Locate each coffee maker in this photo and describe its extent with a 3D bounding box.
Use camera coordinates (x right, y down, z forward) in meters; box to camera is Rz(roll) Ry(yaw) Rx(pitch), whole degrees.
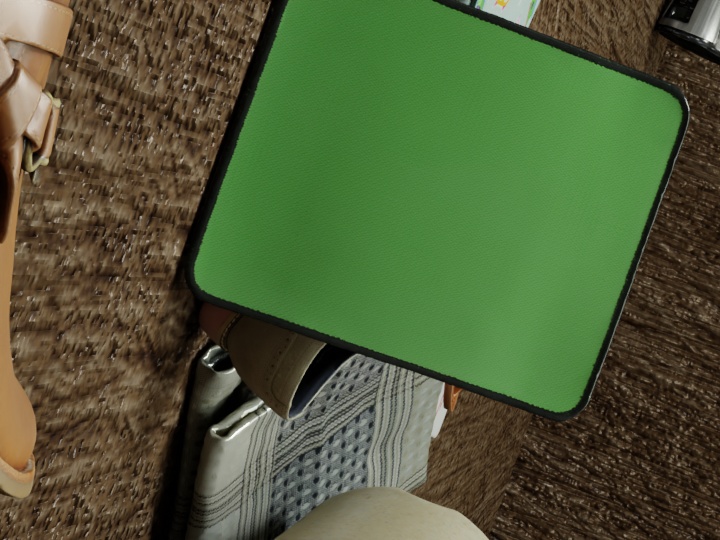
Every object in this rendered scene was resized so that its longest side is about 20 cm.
[{"bbox_3d":[0.450,-0.321,3.113,0.135,0.192,0.201,-131,-118,-81],"label":"coffee maker"}]

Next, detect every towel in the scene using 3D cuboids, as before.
[{"bbox_3d":[-0.018,0.082,1.403,0.192,0.035,0.200,-28,145,-35],"label":"towel"}]

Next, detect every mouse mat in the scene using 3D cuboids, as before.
[{"bbox_3d":[0.036,-0.035,1.223,0.161,0.199,0.008,-70,-162,2],"label":"mouse mat"}]

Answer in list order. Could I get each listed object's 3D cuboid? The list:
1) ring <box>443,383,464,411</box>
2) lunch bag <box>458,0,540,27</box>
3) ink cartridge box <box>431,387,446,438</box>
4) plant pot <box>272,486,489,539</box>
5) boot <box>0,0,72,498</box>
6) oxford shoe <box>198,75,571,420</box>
[{"bbox_3d":[0.072,-0.019,1.563,0.200,0.019,0.201,10,90,-86],"label":"ring"},{"bbox_3d":[0.035,-0.126,1.352,0.161,0.077,0.200,-66,170,10],"label":"lunch bag"},{"bbox_3d":[0.025,0.035,1.687,0.200,0.068,0.115,44,66,-80],"label":"ink cartridge box"},{"bbox_3d":[-0.011,0.200,1.338,0.183,0.200,0.201,-45,154,-57],"label":"plant pot"},{"bbox_3d":[-0.112,-0.026,0.738,0.200,0.076,0.156,42,65,-73],"label":"boot"},{"bbox_3d":[0.025,-0.009,1.262,0.200,0.074,0.071,-39,158,8],"label":"oxford shoe"}]
